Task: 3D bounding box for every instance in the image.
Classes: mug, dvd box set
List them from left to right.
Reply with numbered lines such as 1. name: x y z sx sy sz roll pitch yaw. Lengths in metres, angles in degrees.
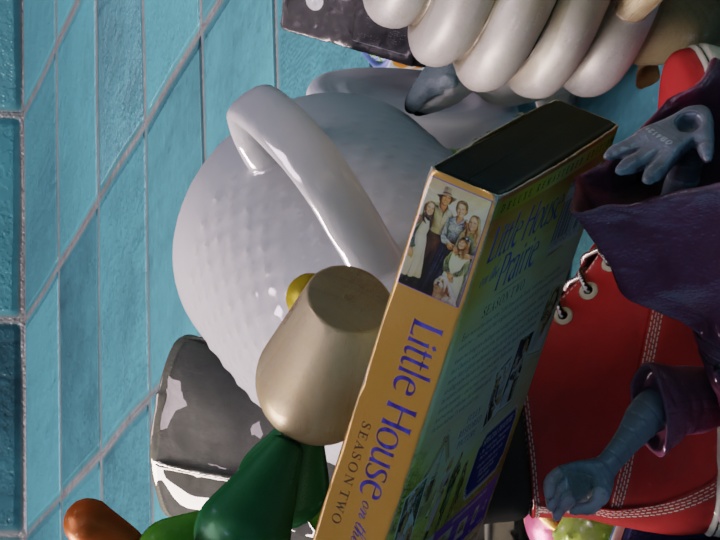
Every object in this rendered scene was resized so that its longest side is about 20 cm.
1. mug: 0.000 0.000 1.220 0.200 0.147 0.175 60 173 -34
2. dvd box set: 0.031 0.046 0.964 0.146 0.029 0.200 -33 -37 -65

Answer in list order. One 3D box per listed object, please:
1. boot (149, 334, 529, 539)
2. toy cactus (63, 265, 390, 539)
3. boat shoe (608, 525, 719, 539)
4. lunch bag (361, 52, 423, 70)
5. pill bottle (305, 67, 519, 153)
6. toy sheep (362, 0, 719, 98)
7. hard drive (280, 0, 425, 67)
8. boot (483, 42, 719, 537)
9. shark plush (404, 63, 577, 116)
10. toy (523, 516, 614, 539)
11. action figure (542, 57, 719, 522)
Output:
1. boot: -0.011 0.132 1.351 0.073 0.199 0.182 -7 -78 -71
2. toy cactus: -0.028 0.056 0.980 0.200 0.102 0.165 -44 -17 -41
3. boat shoe: 0.127 0.189 1.077 0.072 0.072 0.200 103 166 -61
4. lunch bag: 0.034 -0.215 1.464 0.160 0.075 0.201 -114 29 -63
5. pill bottle: 0.016 0.004 1.401 0.111 0.111 0.201 -126 41 -66
6. toy sheep: 0.063 -0.137 1.119 0.138 0.200 0.138 -158 90 -83
7. hard drive: 0.038 -0.201 1.348 0.038 0.139 0.201 -33 -45 -57
8. boot: 0.090 0.003 1.082 0.072 0.144 0.201 110 163 -79
9. shark plush: 0.079 -0.127 1.249 0.200 0.091 0.084 151 116 -70
10. toy: 0.102 0.110 1.220 0.115 0.047 0.201 -166 79 -76
11. action figure: 0.142 0.017 0.978 0.149 0.134 0.200 -59 -36 -41
